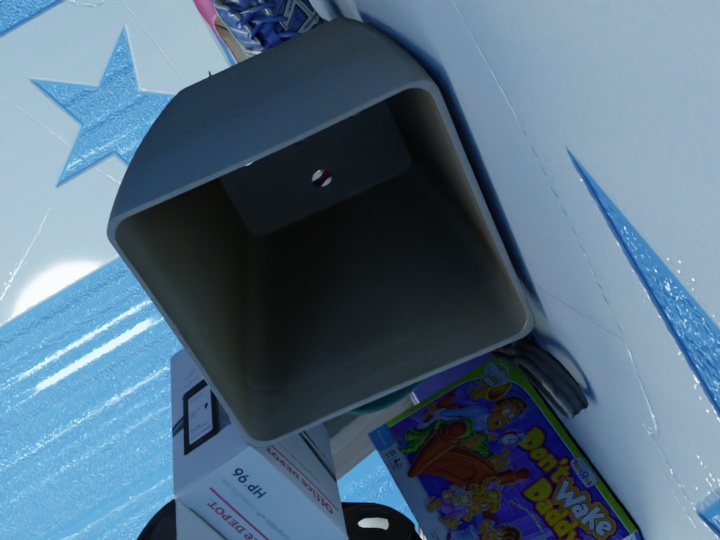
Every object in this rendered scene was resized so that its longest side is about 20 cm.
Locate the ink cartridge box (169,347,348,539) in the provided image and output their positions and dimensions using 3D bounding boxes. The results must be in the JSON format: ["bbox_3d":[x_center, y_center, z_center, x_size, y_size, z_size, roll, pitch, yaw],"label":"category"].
[{"bbox_3d":[-0.073,0.136,0.871,0.116,0.068,0.200,48,-165,-30],"label":"ink cartridge box"}]

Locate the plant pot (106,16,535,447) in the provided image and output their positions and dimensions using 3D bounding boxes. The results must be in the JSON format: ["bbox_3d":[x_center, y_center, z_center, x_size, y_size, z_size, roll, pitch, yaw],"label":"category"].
[{"bbox_3d":[-0.028,-0.046,0.791,0.178,0.199,0.200,-104,-11,-52],"label":"plant pot"}]

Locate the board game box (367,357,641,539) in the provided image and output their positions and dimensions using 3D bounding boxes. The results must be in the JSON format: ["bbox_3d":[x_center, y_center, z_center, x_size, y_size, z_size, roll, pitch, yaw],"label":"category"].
[{"bbox_3d":[0.107,0.171,0.952,0.200,0.134,0.045,56,176,45],"label":"board game box"}]

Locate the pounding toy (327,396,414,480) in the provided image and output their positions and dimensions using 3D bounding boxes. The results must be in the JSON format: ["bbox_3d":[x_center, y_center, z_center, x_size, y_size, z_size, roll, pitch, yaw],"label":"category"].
[{"bbox_3d":[-0.058,0.096,1.177,0.200,0.184,0.142,49,172,26],"label":"pounding toy"}]

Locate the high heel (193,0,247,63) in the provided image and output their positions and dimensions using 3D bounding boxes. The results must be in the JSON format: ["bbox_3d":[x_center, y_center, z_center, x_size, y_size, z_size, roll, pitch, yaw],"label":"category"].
[{"bbox_3d":[-0.110,-0.230,1.273,0.200,0.067,0.096,56,-169,-48],"label":"high heel"}]

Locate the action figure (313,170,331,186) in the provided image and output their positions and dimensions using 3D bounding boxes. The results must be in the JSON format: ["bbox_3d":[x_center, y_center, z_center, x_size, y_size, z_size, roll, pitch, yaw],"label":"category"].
[{"bbox_3d":[-0.049,-0.099,1.012,0.065,0.052,0.200,48,140,-14],"label":"action figure"}]

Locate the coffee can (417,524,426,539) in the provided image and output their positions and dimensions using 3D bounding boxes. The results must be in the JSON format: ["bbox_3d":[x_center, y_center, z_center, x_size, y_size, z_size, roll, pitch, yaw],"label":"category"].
[{"bbox_3d":[0.156,0.299,1.237,0.147,0.146,0.200,61,176,-26],"label":"coffee can"}]

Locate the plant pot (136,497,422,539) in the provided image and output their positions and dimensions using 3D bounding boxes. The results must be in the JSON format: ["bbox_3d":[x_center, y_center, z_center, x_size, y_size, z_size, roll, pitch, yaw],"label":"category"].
[{"bbox_3d":[-0.054,0.265,0.968,0.198,0.200,0.201,-15,110,46],"label":"plant pot"}]

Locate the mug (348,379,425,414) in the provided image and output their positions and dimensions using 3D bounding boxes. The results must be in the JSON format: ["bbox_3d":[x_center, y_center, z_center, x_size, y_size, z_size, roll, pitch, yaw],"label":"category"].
[{"bbox_3d":[0.003,0.008,0.994,0.114,0.186,0.152,35,-178,39],"label":"mug"}]

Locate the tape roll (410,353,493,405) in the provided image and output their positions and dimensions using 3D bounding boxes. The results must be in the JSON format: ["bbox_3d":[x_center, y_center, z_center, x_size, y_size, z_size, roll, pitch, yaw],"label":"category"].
[{"bbox_3d":[0.079,0.093,1.151,0.201,0.085,0.200,59,177,4],"label":"tape roll"}]

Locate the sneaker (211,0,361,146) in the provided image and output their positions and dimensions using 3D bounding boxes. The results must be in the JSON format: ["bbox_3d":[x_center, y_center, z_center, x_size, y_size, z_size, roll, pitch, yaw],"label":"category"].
[{"bbox_3d":[-0.064,-0.172,0.899,0.201,0.076,0.077,57,-156,13],"label":"sneaker"}]

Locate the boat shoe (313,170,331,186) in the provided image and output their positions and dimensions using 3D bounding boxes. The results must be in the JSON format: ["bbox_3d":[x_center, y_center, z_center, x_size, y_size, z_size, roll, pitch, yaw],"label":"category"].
[{"bbox_3d":[-0.022,-0.121,1.066,0.065,0.074,0.201,23,153,25],"label":"boat shoe"}]

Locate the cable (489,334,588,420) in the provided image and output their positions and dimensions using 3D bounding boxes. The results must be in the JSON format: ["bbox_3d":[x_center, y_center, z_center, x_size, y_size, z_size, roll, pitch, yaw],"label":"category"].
[{"bbox_3d":[0.095,0.056,0.848,0.097,0.050,0.200,61,178,-37],"label":"cable"}]

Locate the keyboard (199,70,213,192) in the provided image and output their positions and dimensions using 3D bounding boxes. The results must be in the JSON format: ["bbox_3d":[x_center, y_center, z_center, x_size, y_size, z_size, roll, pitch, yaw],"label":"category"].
[{"bbox_3d":[-0.104,-0.069,0.953,0.200,0.020,0.128,65,-160,-65],"label":"keyboard"}]
